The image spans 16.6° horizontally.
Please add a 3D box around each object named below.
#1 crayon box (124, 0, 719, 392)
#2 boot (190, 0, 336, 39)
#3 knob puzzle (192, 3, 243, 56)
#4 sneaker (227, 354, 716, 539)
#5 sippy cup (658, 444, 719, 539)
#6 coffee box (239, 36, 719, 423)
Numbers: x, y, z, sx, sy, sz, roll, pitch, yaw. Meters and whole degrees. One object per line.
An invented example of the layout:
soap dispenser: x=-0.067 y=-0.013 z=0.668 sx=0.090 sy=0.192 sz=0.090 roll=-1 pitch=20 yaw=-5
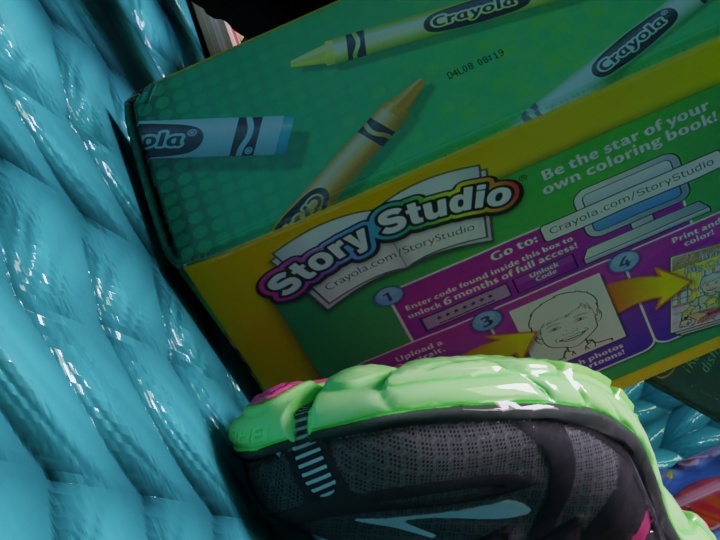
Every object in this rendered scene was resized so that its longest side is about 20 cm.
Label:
crayon box: x=0.058 y=-0.028 z=0.603 sx=0.119 sy=0.199 sz=0.058 roll=61 pitch=8 yaw=-52
boot: x=0.022 y=-0.101 z=0.619 sx=0.158 sy=0.210 sz=0.080 roll=122 pitch=-11 yaw=-67
knob puzzle: x=0.000 y=0.000 z=0.910 sx=0.220 sy=0.030 sz=0.220 roll=-25 pitch=90 yaw=-86
sneaker: x=0.039 y=0.078 z=0.576 sx=0.200 sy=0.077 sz=0.084 roll=40 pitch=46 yaw=-48
sippy cup: x=0.111 y=0.122 z=0.811 sx=0.140 sy=0.130 sz=0.178 roll=58 pitch=3 yaw=-35
coffee box: x=0.049 y=-0.023 z=0.792 sx=0.199 sy=0.044 sz=0.123 roll=29 pitch=13 yaw=-5
